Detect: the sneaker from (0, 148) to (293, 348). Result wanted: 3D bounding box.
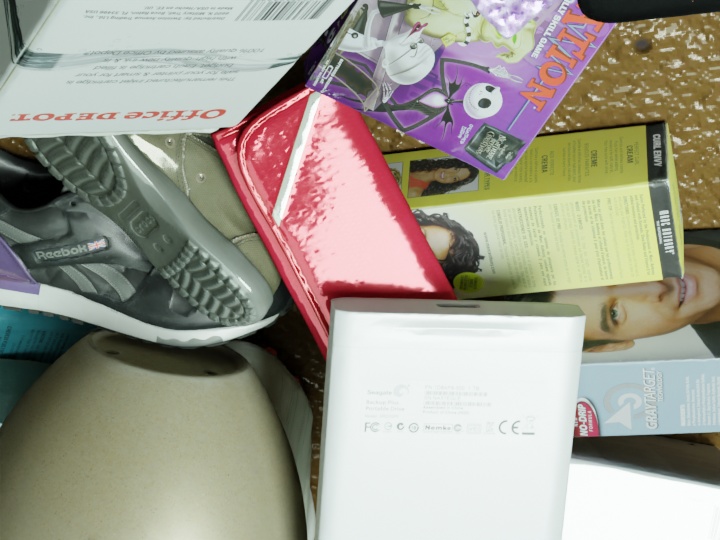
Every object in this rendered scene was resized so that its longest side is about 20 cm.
[{"bbox_3d":[-0.131,-0.018,1.162,0.198,0.076,0.088,7,130,3],"label":"sneaker"}]

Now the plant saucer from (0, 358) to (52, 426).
[{"bbox_3d":[-0.212,0.123,1.314,0.198,0.036,0.201,1,144,1],"label":"plant saucer"}]

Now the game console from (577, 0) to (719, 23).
[{"bbox_3d":[0.188,-0.208,0.924,0.198,0.116,0.178,-6,92,0],"label":"game console"}]

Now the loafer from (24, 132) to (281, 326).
[{"bbox_3d":[-0.109,-0.061,1.118,0.200,0.070,0.075,49,146,-13],"label":"loafer"}]

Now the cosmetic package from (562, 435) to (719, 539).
[{"bbox_3d":[0.123,0.119,1.224,0.198,0.151,0.052,11,97,-4],"label":"cosmetic package"}]

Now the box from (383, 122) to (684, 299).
[{"bbox_3d":[0.072,-0.027,1.149,0.198,0.050,0.076,-7,134,12],"label":"box"}]

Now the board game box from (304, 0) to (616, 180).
[{"bbox_3d":[0.070,-0.145,1.026,0.119,0.032,0.201,21,124,-20],"label":"board game box"}]

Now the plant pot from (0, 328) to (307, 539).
[{"bbox_3d":[-0.118,0.108,1.174,0.199,0.200,0.136,9,102,-4],"label":"plant pot"}]

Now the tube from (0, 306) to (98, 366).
[{"bbox_3d":[-0.244,0.028,1.243,0.198,0.051,0.078,14,148,-15],"label":"tube"}]

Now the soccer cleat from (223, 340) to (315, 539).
[{"bbox_3d":[-0.060,0.125,1.295,0.069,0.078,0.201,-3,134,8],"label":"soccer cleat"}]

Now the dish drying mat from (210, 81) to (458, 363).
[{"bbox_3d":[0.000,0.000,1.106,0.076,0.018,0.201,-28,104,-1],"label":"dish drying mat"}]

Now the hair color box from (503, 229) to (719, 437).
[{"bbox_3d":[0.178,0.033,1.162,0.198,0.099,0.061,-3,134,9],"label":"hair color box"}]

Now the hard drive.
[{"bbox_3d":[0.043,0.114,1.119,0.131,0.027,0.202,1,108,-9],"label":"hard drive"}]

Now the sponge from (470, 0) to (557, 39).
[{"bbox_3d":[0.108,-0.204,0.949,0.199,0.030,0.112,-36,118,19],"label":"sponge"}]

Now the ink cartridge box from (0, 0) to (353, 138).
[{"bbox_3d":[-0.090,-0.137,0.961,0.146,0.084,0.200,-3,161,-29],"label":"ink cartridge box"}]
